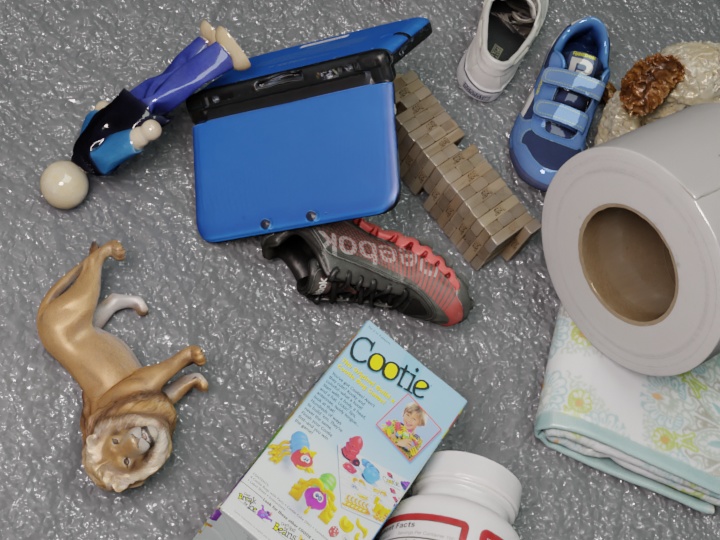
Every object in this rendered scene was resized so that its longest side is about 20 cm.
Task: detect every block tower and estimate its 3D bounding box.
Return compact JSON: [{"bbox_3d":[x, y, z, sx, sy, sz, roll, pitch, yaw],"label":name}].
[{"bbox_3d":[0.076,-0.092,1.239,0.058,0.054,0.200,-34,79,-33],"label":"block tower"}]

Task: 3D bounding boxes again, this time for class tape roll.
[{"bbox_3d":[0.271,-0.028,1.147,0.139,0.203,0.203,-23,74,-32],"label":"tape roll"}]

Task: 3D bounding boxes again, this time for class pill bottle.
[{"bbox_3d":[0.060,0.243,1.012,0.112,0.112,0.201,25,56,-8],"label":"pill bottle"}]

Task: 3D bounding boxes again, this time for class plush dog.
[{"bbox_3d":[0.303,-0.156,1.297,0.199,0.172,0.161,-7,65,-25],"label":"plush dog"}]

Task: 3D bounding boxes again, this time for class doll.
[{"bbox_3d":[-0.184,-0.125,1.109,0.200,0.136,0.049,-41,119,-8],"label":"doll"}]

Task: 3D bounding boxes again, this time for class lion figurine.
[{"bbox_3d":[-0.196,0.071,1.035,0.122,0.073,0.200,-31,64,-25],"label":"lion figurine"}]

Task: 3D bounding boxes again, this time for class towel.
[{"bbox_3d":[0.259,0.110,1.211,0.199,0.048,0.172,24,53,-9],"label":"towel"}]

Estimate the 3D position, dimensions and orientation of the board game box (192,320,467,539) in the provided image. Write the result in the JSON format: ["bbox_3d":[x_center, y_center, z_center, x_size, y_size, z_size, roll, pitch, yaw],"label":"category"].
[{"bbox_3d":[-0.024,0.156,1.030,0.105,0.103,0.200,39,56,2],"label":"board game box"}]

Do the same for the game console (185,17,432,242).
[{"bbox_3d":[-0.038,-0.121,1.148,0.171,0.199,0.119,-48,124,-55],"label":"game console"}]

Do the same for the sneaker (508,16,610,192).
[{"bbox_3d":[0.197,-0.165,1.310,0.073,0.082,0.201,20,57,-5],"label":"sneaker"}]

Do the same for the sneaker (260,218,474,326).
[{"bbox_3d":[0.000,0.000,1.146,0.200,0.071,0.098,33,55,-1],"label":"sneaker"}]

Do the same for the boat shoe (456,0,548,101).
[{"bbox_3d":[0.152,-0.259,1.356,0.072,0.066,0.201,32,56,-3],"label":"boat shoe"}]
